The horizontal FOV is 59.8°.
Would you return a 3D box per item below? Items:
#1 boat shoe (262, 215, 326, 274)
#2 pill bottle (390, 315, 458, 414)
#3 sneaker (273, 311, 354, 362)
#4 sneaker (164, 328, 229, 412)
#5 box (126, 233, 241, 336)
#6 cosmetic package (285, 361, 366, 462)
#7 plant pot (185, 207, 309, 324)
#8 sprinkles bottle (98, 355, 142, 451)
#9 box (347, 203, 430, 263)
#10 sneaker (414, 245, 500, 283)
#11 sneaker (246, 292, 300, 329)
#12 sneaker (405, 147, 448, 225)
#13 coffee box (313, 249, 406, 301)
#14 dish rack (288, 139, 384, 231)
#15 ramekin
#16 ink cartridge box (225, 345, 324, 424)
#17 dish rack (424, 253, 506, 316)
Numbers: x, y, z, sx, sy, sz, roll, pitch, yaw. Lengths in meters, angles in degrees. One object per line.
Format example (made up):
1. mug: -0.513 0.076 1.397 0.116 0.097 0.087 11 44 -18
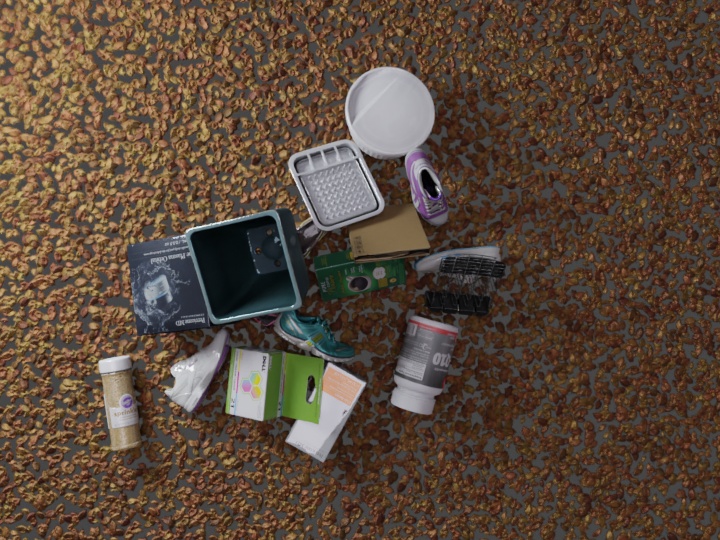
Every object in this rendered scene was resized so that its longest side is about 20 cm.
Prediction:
1. boat shoe: -0.151 -0.050 1.418 0.200 0.060 0.072 -44 91 -3
2. pill bottle: 0.140 0.209 1.394 0.113 0.114 0.201 15 88 -1
3. sneaker: -0.093 0.144 1.387 0.199 0.078 0.080 28 94 -20
4. sneaker: -0.363 0.212 1.396 0.099 0.075 0.201 29 88 -2
5. box: -0.379 0.029 1.348 0.196 0.117 0.201 -8 88 23
6. cosmetic package: -0.076 0.311 1.406 0.101 0.071 0.201 28 88 -1
7. plant pot: -0.207 -0.026 1.292 0.195 0.200 0.197 -11 102 13
8. sprinkles bottle: -0.532 0.293 1.392 0.068 0.068 0.201 -9 89 -2
9. box: 0.056 -0.085 1.369 0.162 0.200 0.021 -7 123 -3
10. sneaker: 0.222 -0.009 1.423 0.199 0.077 0.081 -5 91 0
11. sneaker: -0.226 0.088 1.412 0.199 0.079 0.096 2 101 0
12. sneaker: 0.153 -0.157 1.368 0.072 0.115 0.201 -27 128 5
13. coffee box: 0.000 0.000 1.393 0.199 0.123 0.044 -13 53 -1
14. dish rack: -0.056 -0.185 1.402 0.171 0.044 0.201 -20 73 -18
15. ramekin: 0.061 -0.343 1.408 0.201 0.094 0.204 1 83 -6
16. ink cartridge box: -0.186 0.249 1.359 0.199 0.076 0.149 4 88 29
17. dish rack: 0.229 0.026 1.366 0.152 0.201 0.055 4 49 -3
